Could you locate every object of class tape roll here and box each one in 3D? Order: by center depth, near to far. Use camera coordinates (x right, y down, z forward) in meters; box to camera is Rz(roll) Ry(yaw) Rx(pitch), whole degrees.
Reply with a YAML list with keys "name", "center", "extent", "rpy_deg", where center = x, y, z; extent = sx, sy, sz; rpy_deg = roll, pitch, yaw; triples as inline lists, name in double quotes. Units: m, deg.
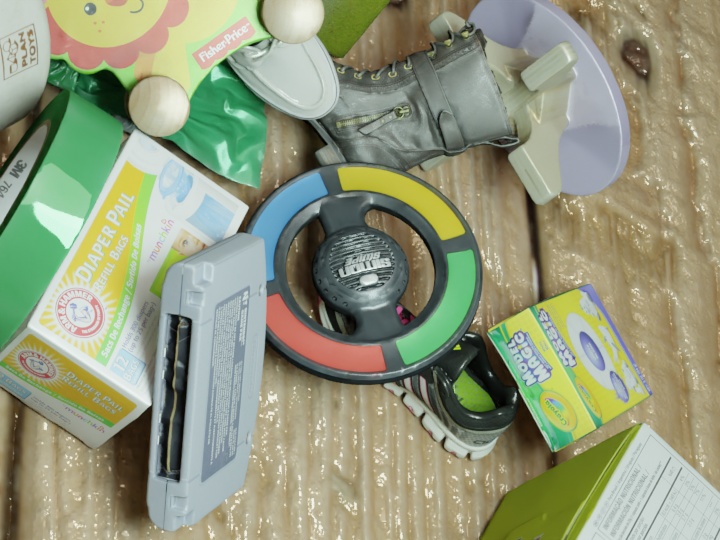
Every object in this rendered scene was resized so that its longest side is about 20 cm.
- name: "tape roll"
  center: [-0.241, -0.032, 1.434]
  extent: [0.048, 0.200, 0.201]
  rpy_deg: [32, 54, -17]

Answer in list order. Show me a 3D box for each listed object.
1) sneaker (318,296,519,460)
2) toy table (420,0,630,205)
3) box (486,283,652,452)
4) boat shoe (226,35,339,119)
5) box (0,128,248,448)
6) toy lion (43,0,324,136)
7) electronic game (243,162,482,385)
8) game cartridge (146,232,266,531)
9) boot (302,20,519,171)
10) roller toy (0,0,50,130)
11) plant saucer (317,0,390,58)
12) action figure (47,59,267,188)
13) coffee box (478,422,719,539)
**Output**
- name: "sneaker"
  center: [0.055, 0.069, 1.651]
  extent: [0.200, 0.087, 0.074]
  rpy_deg: [44, 52, -7]
- name: "toy table"
  center: [0.143, -0.149, 1.768]
  extent: [0.200, 0.184, 0.117]
  rpy_deg: [49, 34, 12]
- name: "box"
  center: [0.175, 0.080, 1.697]
  extent: [0.118, 0.048, 0.200]
  rpy_deg: [61, 26, 6]
- name: "boat shoe"
  center: [-0.087, -0.197, 1.605]
  extent: [0.200, 0.072, 0.066]
  rpy_deg: [54, 6, -19]
- name: "box"
  center: [-0.185, 0.014, 1.513]
  extent: [0.112, 0.101, 0.201]
  rpy_deg: [34, 54, -15]
- name: "toy lion"
  center: [-0.155, -0.214, 1.521]
  extent: [0.199, 0.069, 0.192]
  rpy_deg: [-34, 104, -3]
- name: "electronic game"
  center: [0.000, 0.000, 1.620]
  extent: [0.199, 0.042, 0.201]
  rpy_deg: [3, 61, -5]
- name: "game cartridge"
  center: [-0.110, 0.078, 1.484]
  extent: [0.133, 0.041, 0.201]
  rpy_deg: [-25, 124, -64]
- name: "boot"
  center: [0.025, -0.163, 1.699]
  extent: [0.173, 0.069, 0.201]
  rpy_deg: [-28, 95, 1]
- name: "roller toy"
  center: [-0.319, -0.174, 1.463]
  extent: [0.139, 0.182, 0.201]
  rpy_deg: [-31, 86, -40]
- name: "plant saucer"
  center: [-0.035, -0.305, 1.705]
  extent: [0.048, 0.200, 0.201]
  rpy_deg: [-14, 76, -28]
- name: "action figure"
  center: [-0.169, -0.142, 1.628]
  extent: [0.199, 0.055, 0.119]
  rpy_deg: [16, 62, -31]
- name: "coffee box"
  center: [0.192, 0.277, 1.569]
  extent: [0.198, 0.200, 0.200]
  rpy_deg: [42, 53, -8]
